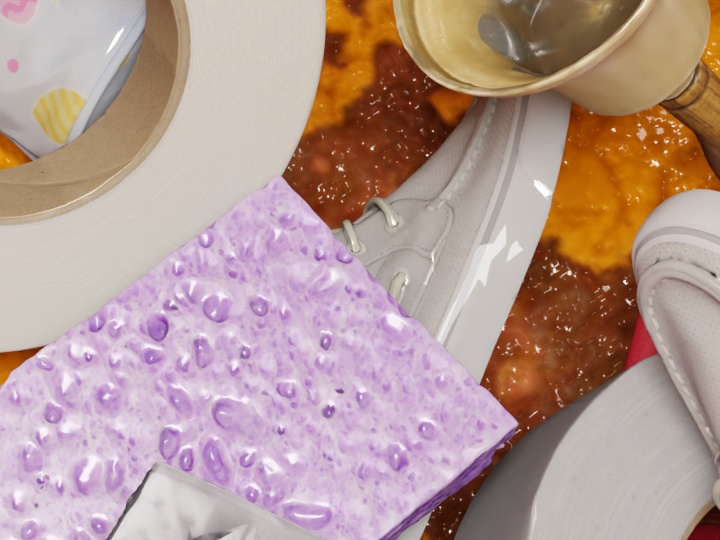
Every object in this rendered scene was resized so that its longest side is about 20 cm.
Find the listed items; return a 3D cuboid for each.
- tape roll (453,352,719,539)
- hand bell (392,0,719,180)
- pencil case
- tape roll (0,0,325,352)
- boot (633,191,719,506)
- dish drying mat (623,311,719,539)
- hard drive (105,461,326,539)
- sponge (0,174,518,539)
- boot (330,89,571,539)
[{"bbox_3d":[0.127,0.122,0.808,0.200,0.066,0.200,8,68,-21],"label":"tape roll"},{"bbox_3d":[0.107,-0.060,0.853,0.104,0.200,0.104,-18,57,29],"label":"hand bell"},{"bbox_3d":[-0.153,-0.116,0.860,0.200,0.083,0.091,30,81,2],"label":"pencil case"},{"bbox_3d":[-0.108,-0.070,0.779,0.203,0.203,0.037,-13,32,-17],"label":"tape roll"},{"bbox_3d":[0.132,0.077,0.737,0.200,0.074,0.096,49,57,-2],"label":"boot"},{"bbox_3d":[0.108,0.109,0.855,0.077,0.018,0.200,19,64,-7],"label":"dish drying mat"},{"bbox_3d":[-0.004,0.155,0.699,0.200,0.042,0.135,32,80,-6],"label":"hard drive"},{"bbox_3d":[-0.062,0.067,0.762,0.200,0.030,0.112,-37,77,-22],"label":"sponge"},{"bbox_3d":[0.000,0.000,0.847,0.096,0.074,0.200,24,64,-5],"label":"boot"}]
